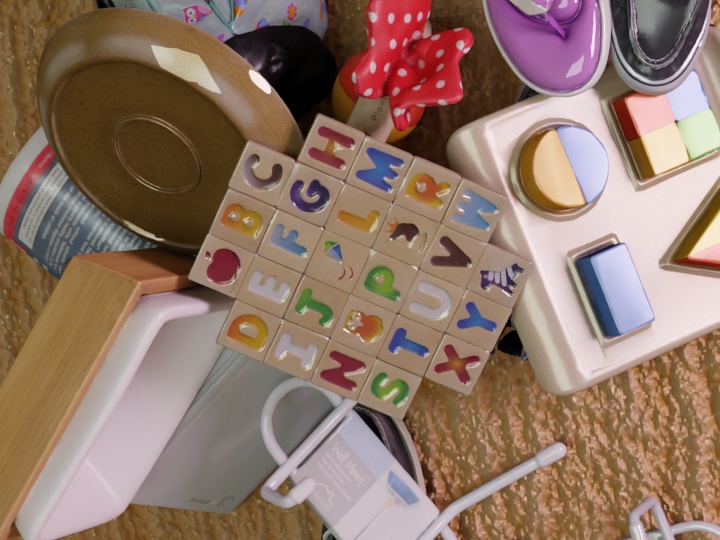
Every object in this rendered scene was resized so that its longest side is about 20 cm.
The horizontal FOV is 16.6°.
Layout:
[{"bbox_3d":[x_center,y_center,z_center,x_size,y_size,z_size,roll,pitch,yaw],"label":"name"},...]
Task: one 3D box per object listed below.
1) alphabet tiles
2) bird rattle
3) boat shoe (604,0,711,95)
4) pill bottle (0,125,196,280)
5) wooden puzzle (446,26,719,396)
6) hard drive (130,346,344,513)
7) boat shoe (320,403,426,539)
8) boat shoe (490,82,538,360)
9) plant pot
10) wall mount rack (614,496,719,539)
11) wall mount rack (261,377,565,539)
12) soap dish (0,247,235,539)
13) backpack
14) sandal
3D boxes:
[{"bbox_3d":[0.000,0.000,1.559,0.199,0.006,0.167,23,109,-8],"label":"alphabet tiles"},{"bbox_3d":[0.005,-0.112,1.619,0.112,0.163,0.201,16,119,-3],"label":"bird rattle"},{"bbox_3d":[0.195,-0.212,1.539,0.071,0.068,0.202,11,89,3],"label":"boat shoe"},{"bbox_3d":[-0.149,-0.018,1.733,0.200,0.119,0.120,38,114,12],"label":"pill bottle"},{"bbox_3d":[0.178,-0.039,1.578,0.199,0.046,0.186,-23,93,-8],"label":"wooden puzzle"},{"bbox_3d":[-0.076,0.095,1.723,0.200,0.131,0.026,-47,55,24],"label":"hard drive"},{"bbox_3d":[0.004,0.189,1.743,0.071,0.068,0.202,4,102,24],"label":"boat shoe"},{"bbox_3d":[0.118,-0.035,1.627,0.074,0.093,0.202,6,104,22],"label":"boat shoe"},{"bbox_3d":[-0.127,-0.080,1.588,0.199,0.028,0.201,18,139,17],"label":"plant pot"},{"bbox_3d":[0.174,0.255,1.678,0.199,0.074,0.175,-22,93,27],"label":"wall mount rack"},{"bbox_3d":[0.033,0.137,1.680,0.200,0.174,0.074,51,163,-19],"label":"wall mount rack"},{"bbox_3d":[-0.171,0.076,1.615,0.081,0.157,0.201,34,105,15],"label":"soap dish"},{"bbox_3d":[-0.107,-0.193,1.668,0.126,0.167,0.201,-35,77,17],"label":"backpack"},{"bbox_3d":[0.101,-0.207,1.553,0.082,0.050,0.204,-16,84,28],"label":"sandal"}]
